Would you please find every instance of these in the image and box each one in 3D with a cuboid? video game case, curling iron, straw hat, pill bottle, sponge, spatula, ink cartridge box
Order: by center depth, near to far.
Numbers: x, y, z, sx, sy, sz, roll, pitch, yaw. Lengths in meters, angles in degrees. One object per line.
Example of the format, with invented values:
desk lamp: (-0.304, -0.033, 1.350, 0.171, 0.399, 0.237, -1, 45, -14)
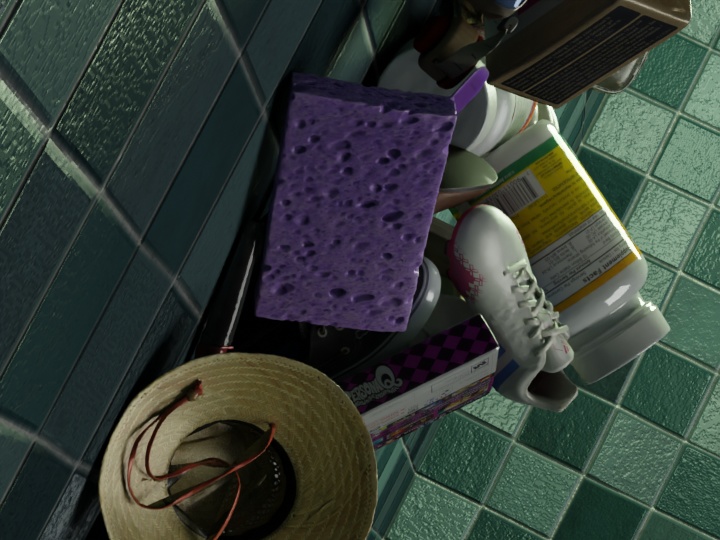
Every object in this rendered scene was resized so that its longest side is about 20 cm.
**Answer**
sponge: (-0.007, -0.042, 1.482, 0.030, 0.111, 0.200, -91, -170, -49)
straw hat: (-0.095, 0.141, 1.484, 0.201, 0.201, 0.085, -63, -156, -6)
curling iron: (-0.106, 0.058, 1.515, 0.200, 0.026, 0.050, -66, 168, 10)
spatula: (0.009, -0.081, 1.523, 0.200, 0.021, 0.057, -31, 171, 8)
video game case: (0.007, 0.106, 1.628, 0.200, 0.036, 0.181, -26, 167, -4)
ink cartridge box: (0.166, -0.248, 1.636, 0.165, 0.075, 0.200, -31, -128, 49)
pill bottle: (0.077, -0.142, 1.749, 0.110, 0.109, 0.200, -66, 171, 14)
pill bottle: (0.163, -0.013, 1.761, 0.113, 0.200, 0.113, -34, 179, -1)

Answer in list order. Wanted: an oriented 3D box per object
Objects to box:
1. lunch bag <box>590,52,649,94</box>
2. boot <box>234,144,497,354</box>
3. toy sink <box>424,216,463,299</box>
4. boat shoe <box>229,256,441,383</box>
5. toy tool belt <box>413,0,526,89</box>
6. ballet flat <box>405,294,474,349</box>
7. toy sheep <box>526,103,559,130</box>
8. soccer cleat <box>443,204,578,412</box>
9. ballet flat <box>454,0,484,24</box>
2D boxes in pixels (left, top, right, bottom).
lunch bag: (0.193, -0.274, 1.956, 0.200, 0.139, 0.168, -67, -155, 12)
boot: (0.000, 0.000, 1.652, 0.186, 0.064, 0.200, -6, 131, -28)
toy sink: (0.016, 0.025, 1.806, 0.112, 0.130, 0.200, -61, 172, -17)
boat shoe: (-0.035, 0.047, 1.590, 0.200, 0.070, 0.066, -32, 142, 15)
toy tool belt: (0.075, -0.242, 1.529, 0.200, 0.123, 0.125, -53, -167, -7)
ballet flat: (-0.002, 0.078, 1.713, 0.200, 0.070, 0.069, -21, 180, 12)
toy sheep: (0.124, -0.125, 2.019, 0.138, 0.138, 0.200, -61, 165, -17)
soccer cleat: (0.126, 0.031, 1.671, 0.070, 0.086, 0.200, -45, 140, -24)
ballet flat: (0.112, -0.234, 1.837, 0.071, 0.071, 0.200, -63, 172, -9)
